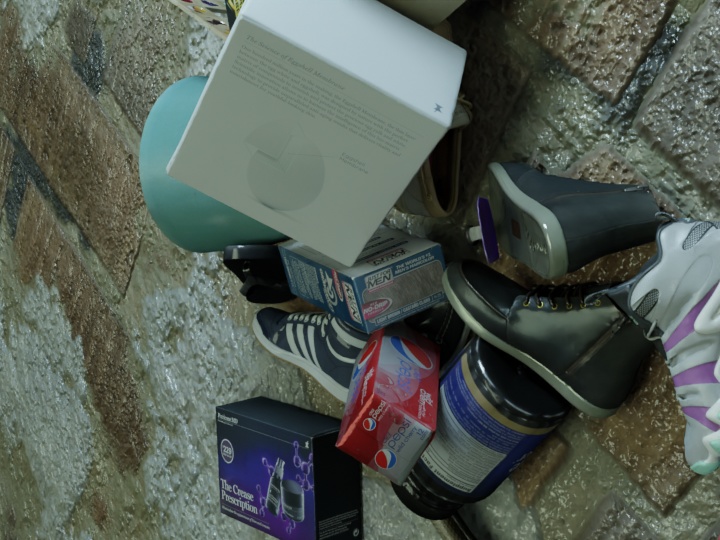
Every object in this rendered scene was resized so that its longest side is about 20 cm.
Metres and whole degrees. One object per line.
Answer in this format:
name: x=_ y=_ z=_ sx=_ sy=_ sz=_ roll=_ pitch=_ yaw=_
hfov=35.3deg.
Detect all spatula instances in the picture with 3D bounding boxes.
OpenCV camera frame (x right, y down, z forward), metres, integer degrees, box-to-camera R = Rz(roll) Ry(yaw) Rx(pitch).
spatula: x=0.108 y=-0.035 z=1.033 sx=0.200 sy=0.020 sz=0.057 roll=178 pitch=81 yaw=-89

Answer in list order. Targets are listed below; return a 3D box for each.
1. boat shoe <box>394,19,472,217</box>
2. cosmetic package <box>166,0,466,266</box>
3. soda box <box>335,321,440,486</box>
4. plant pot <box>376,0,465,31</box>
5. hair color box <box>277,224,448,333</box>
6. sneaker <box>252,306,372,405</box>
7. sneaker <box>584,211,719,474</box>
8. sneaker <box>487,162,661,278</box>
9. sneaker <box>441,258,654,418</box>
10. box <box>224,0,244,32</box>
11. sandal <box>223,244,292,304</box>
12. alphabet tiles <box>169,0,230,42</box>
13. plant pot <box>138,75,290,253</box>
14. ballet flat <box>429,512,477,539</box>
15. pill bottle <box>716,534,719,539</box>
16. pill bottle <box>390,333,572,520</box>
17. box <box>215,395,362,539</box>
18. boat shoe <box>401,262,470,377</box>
boat shoe: x=0.077 y=-0.149 z=1.108 sx=0.069 sy=0.073 sz=0.203 roll=18 pitch=115 yaw=39
cosmetic package: x=-0.041 y=-0.144 z=1.022 sx=0.200 sy=0.198 sz=0.124 roll=-52 pitch=15 yaw=45
soda box: x=0.029 y=0.113 z=1.049 sx=0.070 sy=0.200 sz=0.064 roll=32 pitch=107 yaw=-6
plant pot: x=0.006 y=-0.340 z=1.022 sx=0.199 sy=0.175 sz=0.202 roll=-32 pitch=49 yaw=47
hair color box: x=0.000 y=0.000 z=1.152 sx=0.200 sy=0.099 sz=0.061 roll=22 pitch=131 yaw=63
sneaker: x=-0.044 y=0.062 z=1.283 sx=0.199 sy=0.070 sz=0.110 roll=32 pitch=123 yaw=37
sneaker: x=0.244 y=0.052 z=0.897 sx=0.138 sy=0.078 sz=0.203 roll=13 pitch=99 yaw=16
sneaker: x=0.182 y=-0.051 z=0.995 sx=0.200 sy=0.105 sz=0.076 roll=-118 pitch=17 yaw=-65
sneaker: x=0.171 y=0.028 z=1.004 sx=0.199 sy=0.075 sz=0.107 roll=37 pitch=126 yaw=16
box: x=-0.078 y=-0.346 z=1.184 sx=0.046 sy=0.158 sz=0.203 roll=-10 pitch=88 yaw=47
sandal: x=-0.108 y=0.013 z=1.291 sx=0.200 sy=0.075 sz=0.043 roll=72 pitch=-164 yaw=-72
alphabet tiles: x=-0.095 y=-0.251 z=1.214 sx=0.200 sy=0.166 sz=0.008 roll=40 pitch=119 yaw=38
plant pot: x=-0.117 y=-0.118 z=1.253 sx=0.159 sy=0.200 sz=0.204 roll=3 pitch=99 yaw=36
ballet flat: x=0.088 y=0.272 z=1.164 sx=0.046 sy=0.067 sz=0.200 roll=-45 pitch=61 yaw=3
pill bottle: x=0.296 y=0.295 z=0.884 sx=0.114 sy=0.113 sz=0.202 roll=45 pitch=128 yaw=35
pill bottle: x=0.108 y=0.152 z=1.085 sx=0.112 sy=0.111 sz=0.201 roll=57 pitch=135 yaw=26
box: x=-0.089 y=0.242 z=1.365 sx=0.199 sy=0.078 sz=0.143 roll=7 pitch=99 yaw=49
boat shoe: x=0.056 y=0.081 z=1.172 sx=0.076 sy=0.060 sz=0.202 roll=45 pitch=127 yaw=41
